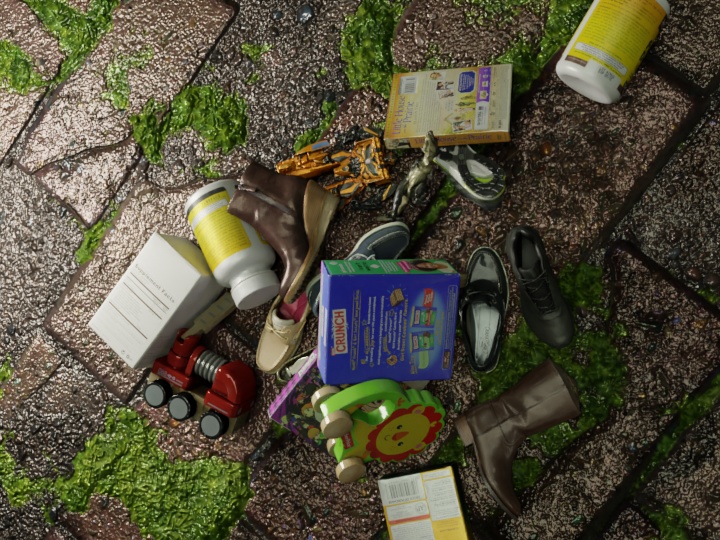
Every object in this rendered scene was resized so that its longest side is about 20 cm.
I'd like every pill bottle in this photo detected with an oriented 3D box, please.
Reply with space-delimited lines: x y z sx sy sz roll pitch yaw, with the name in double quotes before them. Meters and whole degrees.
"pill bottle" -0.209 -0.042 1.395 0.111 0.111 0.201 -31 73 12
"pill bottle" 0.389 -0.362 1.252 0.109 0.109 0.201 32 96 15

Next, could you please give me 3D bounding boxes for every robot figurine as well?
"robot figurine" -0.034 -0.160 1.388 0.198 0.058 0.147 -17 85 15

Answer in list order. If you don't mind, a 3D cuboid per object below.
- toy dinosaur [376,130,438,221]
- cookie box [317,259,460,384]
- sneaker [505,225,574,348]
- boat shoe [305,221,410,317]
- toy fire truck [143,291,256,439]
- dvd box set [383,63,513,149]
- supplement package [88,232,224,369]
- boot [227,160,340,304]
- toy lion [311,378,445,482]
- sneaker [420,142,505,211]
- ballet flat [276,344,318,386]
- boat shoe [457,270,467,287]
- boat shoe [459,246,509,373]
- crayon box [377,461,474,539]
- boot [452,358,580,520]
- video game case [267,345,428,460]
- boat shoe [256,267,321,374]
"toy dinosaur" 0.075 -0.122 1.303 0.047 0.089 0.201 25 129 -13
"cookie box" 0.039 0.074 1.244 0.198 0.075 0.173 0 106 -13
"sneaker" 0.269 0.025 1.274 0.075 0.091 0.202 -24 82 11
"boat shoe" 0.000 0.000 1.311 0.199 0.075 0.062 -33 34 4
"toy fire truck" -0.247 0.153 1.412 0.175 0.129 0.202 24 103 16
"dvd box set" 0.142 -0.261 1.324 0.198 0.029 0.148 -2 56 15
"supplement package" -0.343 0.052 1.431 0.120 0.121 0.201 40 97 15
"boot" -0.138 -0.062 1.339 0.165 0.072 0.202 20 80 6
"toy lion" 0.037 0.233 1.272 0.190 0.201 0.069 -21 46 -7
"sneaker" 0.157 -0.164 1.327 0.074 0.081 0.201 -32 58 -8
"ballet flat" -0.050 0.142 1.365 0.199 0.075 0.068 -26 74 13
"boat shoe" 0.081 0.042 1.342 0.198 0.071 0.065 -12 88 25
"boat shoe" 0.191 0.061 1.306 0.074 0.066 0.202 7 89 16
"crayon box" 0.111 0.416 1.316 0.124 0.052 0.202 -14 82 15
"boot" 0.268 0.257 1.280 0.199 0.064 0.188 -31 81 7
"video game case" -0.018 0.198 1.329 0.181 0.036 0.200 37 97 -19
"boat shoe" -0.127 0.081 1.394 0.073 0.069 0.202 27 94 16
